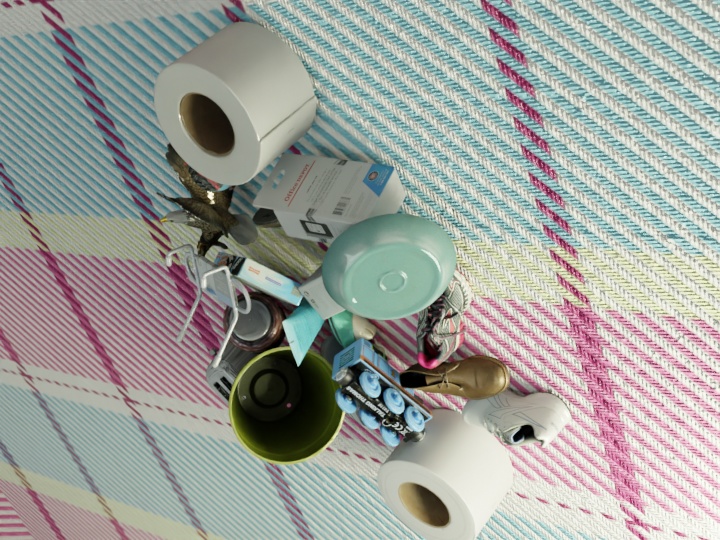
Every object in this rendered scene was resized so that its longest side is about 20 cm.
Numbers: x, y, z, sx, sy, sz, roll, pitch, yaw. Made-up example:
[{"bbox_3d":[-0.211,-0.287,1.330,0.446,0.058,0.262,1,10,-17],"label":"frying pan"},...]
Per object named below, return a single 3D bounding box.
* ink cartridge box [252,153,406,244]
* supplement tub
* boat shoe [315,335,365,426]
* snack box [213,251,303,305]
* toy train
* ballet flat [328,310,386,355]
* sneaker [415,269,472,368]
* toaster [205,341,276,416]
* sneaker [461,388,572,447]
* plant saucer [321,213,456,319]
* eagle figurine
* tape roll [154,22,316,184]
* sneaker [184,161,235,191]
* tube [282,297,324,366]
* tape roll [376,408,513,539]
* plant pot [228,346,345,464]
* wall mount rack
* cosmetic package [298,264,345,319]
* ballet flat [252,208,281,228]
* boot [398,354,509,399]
[{"bbox_3d":[-0.047,-0.105,1.559,0.200,0.116,0.067,11,148,29],"label":"ink cartridge box"},{"bbox_3d":[-0.185,0.092,1.831,0.107,0.107,0.200,42,174,4],"label":"supplement tub"},{"bbox_3d":[-0.036,0.196,1.897,0.086,0.075,0.202,12,140,48],"label":"boat shoe"},{"bbox_3d":[-0.176,0.012,1.773,0.116,0.037,0.200,28,174,-21],"label":"snack box"},{"bbox_3d":[0.037,0.209,1.749,0.200,0.114,0.087,40,123,-24],"label":"toy train"},{"bbox_3d":[0.004,0.126,1.803,0.070,0.067,0.200,-11,120,20],"label":"ballet flat"},{"bbox_3d":[0.125,0.070,1.619,0.081,0.075,0.200,20,136,28],"label":"sneaker"},{"bbox_3d":[-0.201,0.207,2.000,0.200,0.129,0.114,48,143,-4],"label":"toaster"},{"bbox_3d":[0.237,0.237,1.663,0.200,0.087,0.075,-6,122,47],"label":"sneaker"},{"bbox_3d":[0.044,0.007,1.506,0.200,0.036,0.200,-5,132,-5],"label":"plant saucer"},{"bbox_3d":[-0.268,-0.109,1.748,0.152,0.151,0.200,39,151,25],"label":"eagle figurine"},{"bbox_3d":[-0.186,-0.247,1.542,0.203,0.139,0.203,24,138,24],"label":"tape roll"},{"bbox_3d":[-0.255,-0.220,1.691,0.079,0.096,0.200,-21,85,23],"label":"sneaker"},{"bbox_3d":[-0.090,0.086,1.724,0.050,0.200,0.078,-20,103,16],"label":"tube"},{"bbox_3d":[0.147,0.363,1.819,0.203,0.139,0.203,25,138,25],"label":"tape roll"},{"bbox_3d":[-0.147,0.222,1.835,0.200,0.200,0.193,53,170,-11],"label":"plant pot"},{"bbox_3d":[-0.261,0.055,1.735,0.200,0.075,0.174,27,133,45],"label":"wall mount rack"},{"bbox_3d":[0.000,0.000,1.647,0.071,0.101,0.200,51,143,-9],"label":"cosmetic package"},{"bbox_3d":[-0.099,-0.094,1.687,0.200,0.067,0.046,-9,136,41],"label":"ballet flat"},{"bbox_3d":[0.149,0.178,1.685,0.200,0.075,0.074,-6,90,43],"label":"boot"}]
